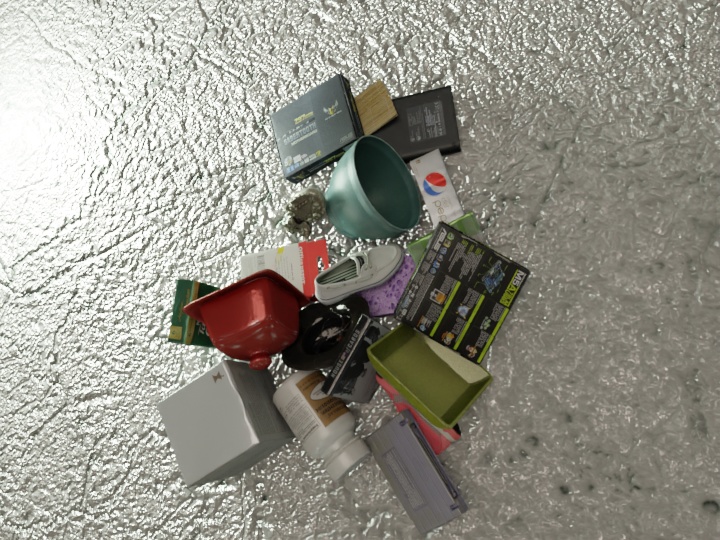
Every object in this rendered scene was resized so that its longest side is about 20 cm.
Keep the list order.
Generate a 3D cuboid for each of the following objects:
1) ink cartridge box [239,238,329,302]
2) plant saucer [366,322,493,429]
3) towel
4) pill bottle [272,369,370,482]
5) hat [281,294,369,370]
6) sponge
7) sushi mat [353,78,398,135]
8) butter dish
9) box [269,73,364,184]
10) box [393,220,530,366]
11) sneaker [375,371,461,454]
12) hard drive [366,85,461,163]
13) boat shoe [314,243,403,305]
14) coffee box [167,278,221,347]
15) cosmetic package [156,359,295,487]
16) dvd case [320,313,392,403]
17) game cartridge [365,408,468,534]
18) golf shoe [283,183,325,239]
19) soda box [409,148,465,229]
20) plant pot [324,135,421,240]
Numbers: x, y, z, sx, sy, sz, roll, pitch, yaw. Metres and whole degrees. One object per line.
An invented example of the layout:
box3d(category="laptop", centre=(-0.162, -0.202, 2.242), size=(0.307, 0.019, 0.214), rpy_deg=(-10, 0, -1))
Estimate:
box3d(category="ink cartridge box", centre=(-0.149, 0.013, 1.265), size=(0.194, 0.067, 0.120), rpy_deg=(-11, 77, 13))
box3d(category="plant saucer", centre=(0.124, 0.189, 1.113), size=(0.199, 0.198, 0.049), rpy_deg=(41, 126, 17))
box3d(category="towel", centre=(0.193, 0.010, 1.151), size=(0.146, 0.031, 0.204), rpy_deg=(-27, 98, 8))
box3d(category="pill bottle", centre=(-0.073, 0.295, 1.163), size=(0.114, 0.114, 0.201), rpy_deg=(-40, 72, 4))
box3d(category="hat", centre=(-0.055, 0.138, 1.179), size=(0.196, 0.082, 0.204), rpy_deg=(-21, 38, 18))
box3d(category="sponge", centre=(0.052, 0.035, 1.226), size=(0.194, 0.030, 0.115), rpy_deg=(-10, 77, 13))
box3d(category="sushi mat", centre=(-0.015, -0.318, 1.297), size=(0.197, 0.012, 0.098), rpy_deg=(-31, 68, 22))
box3d(category="butter dish", centre=(-0.198, 0.113, 1.132), size=(0.195, 0.200, 0.151), rpy_deg=(-24, 62, 11))
box3d(category="box", centre=(-0.094, -0.304, 1.302), size=(0.196, 0.051, 0.162), rpy_deg=(-22, 72, 23))
box3d(category="box", centre=(0.186, 0.042, 1.125), size=(0.189, 0.048, 0.204), rpy_deg=(26, 101, -1))
box3d(category="sneaker", centre=(0.093, 0.270, 1.133), size=(0.199, 0.074, 0.087), rpy_deg=(41, 101, 5))
box3d(category="hard drive", centre=(0.106, -0.302, 1.277), size=(0.194, 0.033, 0.144), rpy_deg=(-10, 77, 13))
box3d(category="boat shoe", centre=(0.000, 0.000, 1.175), size=(0.197, 0.067, 0.074), rpy_deg=(-32, 60, -12))
box3d(category="coffee box", centre=(-0.312, 0.094, 1.223), size=(0.043, 0.200, 0.127), rpy_deg=(5, 80, 16))
box3d(category="cosmetic package", centre=(-0.252, 0.292, 1.168), size=(0.164, 0.200, 0.170), rpy_deg=(-31, 72, 7))
box3d(category="dvd case", centre=(0.009, 0.171, 1.120), size=(0.024, 0.200, 0.153), rpy_deg=(28, 86, 25))
box3d(category="game cartridge", centre=(0.099, 0.370, 1.106), size=(0.203, 0.038, 0.130), rpy_deg=(58, 136, 14))
box3d(category="golf shoe", centre=(-0.111, -0.143, 1.227), size=(0.076, 0.200, 0.100), rpy_deg=(19, 71, -13))
box3d(category="soda box", centre=(0.166, -0.134, 1.211), size=(0.067, 0.064, 0.205), rpy_deg=(-22, 75, 9))
box3d(category="plant pot", centre=(0.010, -0.146, 1.204), size=(0.133, 0.198, 0.206), rpy_deg=(-27, 71, 36))
